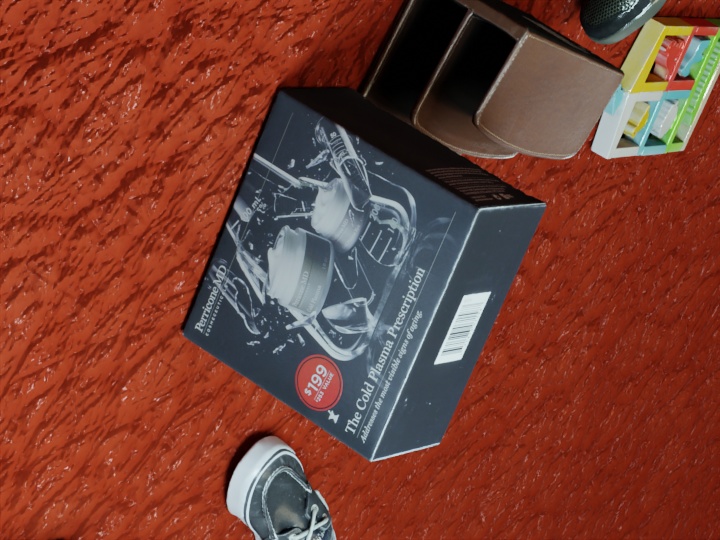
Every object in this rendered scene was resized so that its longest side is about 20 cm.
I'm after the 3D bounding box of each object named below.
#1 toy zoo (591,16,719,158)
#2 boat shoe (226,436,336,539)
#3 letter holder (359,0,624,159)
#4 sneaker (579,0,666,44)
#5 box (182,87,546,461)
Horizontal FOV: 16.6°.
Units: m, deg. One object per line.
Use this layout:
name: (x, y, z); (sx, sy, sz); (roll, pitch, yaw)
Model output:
toy zoo: (0.270, -0.166, 2.228); (0.200, 0.020, 0.132); (-8, 125, -59)
boat shoe: (-0.054, 0.204, 1.997); (0.072, 0.068, 0.201); (-47, 152, -22)
letter holder: (0.093, -0.127, 1.866); (0.143, 0.100, 0.200); (-60, 154, 9)
sneaker: (0.217, -0.274, 1.964); (0.114, 0.076, 0.200); (12, 126, -40)
box: (0.000, 0.000, 1.742); (0.104, 0.181, 0.201); (-6, 123, -58)
